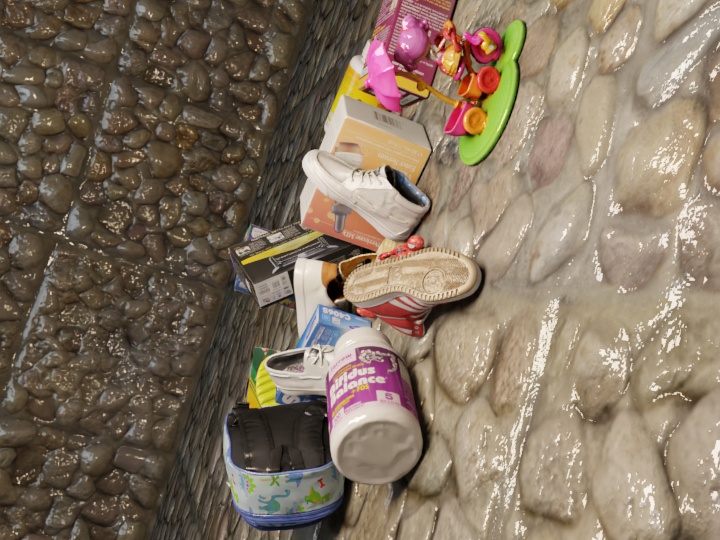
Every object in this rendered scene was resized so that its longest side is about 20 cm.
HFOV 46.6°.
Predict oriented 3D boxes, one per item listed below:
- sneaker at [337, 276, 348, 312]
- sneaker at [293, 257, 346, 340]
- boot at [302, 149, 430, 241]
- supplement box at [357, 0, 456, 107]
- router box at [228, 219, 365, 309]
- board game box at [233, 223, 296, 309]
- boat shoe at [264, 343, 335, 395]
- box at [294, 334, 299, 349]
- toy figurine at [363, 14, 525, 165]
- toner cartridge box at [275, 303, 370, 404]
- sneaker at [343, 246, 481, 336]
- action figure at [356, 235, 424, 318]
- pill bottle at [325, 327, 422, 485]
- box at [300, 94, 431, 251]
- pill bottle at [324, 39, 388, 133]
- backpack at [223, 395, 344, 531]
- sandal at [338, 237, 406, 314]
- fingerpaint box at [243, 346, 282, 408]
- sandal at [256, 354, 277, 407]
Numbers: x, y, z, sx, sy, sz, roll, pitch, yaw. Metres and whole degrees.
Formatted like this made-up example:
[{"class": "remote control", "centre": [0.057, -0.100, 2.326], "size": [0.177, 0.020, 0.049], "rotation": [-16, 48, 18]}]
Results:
[{"class": "sneaker", "centre": [-0.045, 0.011, 1.487], "size": [0.083, 0.074, 0.202], "rotation": [101, 164, -48]}, {"class": "sneaker", "centre": [-0.060, 0.066, 1.366], "size": [0.201, 0.083, 0.073], "rotation": [87, -172, -46]}, {"class": "boot", "centre": [0.013, -0.134, 1.246], "size": [0.096, 0.199, 0.074], "rotation": [-48, 9, 47]}, {"class": "supplement box", "centre": [0.082, -0.405, 1.465], "size": [0.131, 0.102, 0.203], "rotation": [-166, 93, -75]}, {"class": "router box", "centre": [-0.113, -0.024, 1.447], "size": [0.157, 0.198, 0.053], "rotation": [46, 154, 55]}, {"class": "board game box", "centre": [-0.129, 0.004, 1.567], "size": [0.035, 0.198, 0.137], "rotation": [128, 156, -48]}, {"class": "boat shoe", "centre": [-0.063, 0.143, 1.270], "size": [0.198, 0.069, 0.073], "rotation": [-6, 47, 40]}, {"class": "box", "centre": [-0.092, 0.161, 1.577], "size": [0.200, 0.036, 0.146], "rotation": [-166, 94, -74]}, {"class": "toy figurine", "centre": [0.099, -0.264, 1.089], "size": [0.150, 0.182, 0.202], "rotation": [-153, 82, -75]}, {"class": "toner cartridge box", "centre": [-0.063, 0.151, 1.368], "size": [0.043, 0.094, 0.201], "rotation": [-93, 25, -51]}, {"class": "sneaker", "centre": [0.086, 0.031, 1.054], "size": [0.198, 0.112, 0.072], "rotation": [-6, 60, 41]}, {"class": "action figure", "centre": [0.045, 0.004, 1.243], "size": [0.200, 0.051, 0.066], "rotation": [-49, 24, 51]}, {"class": "pill bottle", "centre": [0.012, 0.161, 1.053], "size": [0.201, 0.111, 0.113], "rotation": [-100, 32, -59]}, {"class": "box", "centre": [0.004, -0.156, 1.366], "size": [0.107, 0.150, 0.202], "rotation": [-99, 30, -60]}, {"class": "pill bottle", "centre": [0.011, -0.343, 1.638], "size": [0.110, 0.108, 0.202], "rotation": [-98, 29, -58]}, {"class": "backpack", "centre": [-0.108, 0.291, 1.220], "size": [0.200, 0.180, 0.149], "rotation": [-120, 27, -72]}, {"class": "sandal", "centre": [0.001, -0.005, 1.362], "size": [0.212, 0.069, 0.078], "rotation": [127, 156, -52]}, {"class": "fingerpaint box", "centre": [-0.205, 0.286, 1.694], "size": [0.201, 0.072, 0.168], "rotation": [107, 169, -45]}, {"class": "sandal", "centre": [-0.144, 0.253, 1.505], "size": [0.087, 0.078, 0.203], "rotation": [113, 148, -69]}]
